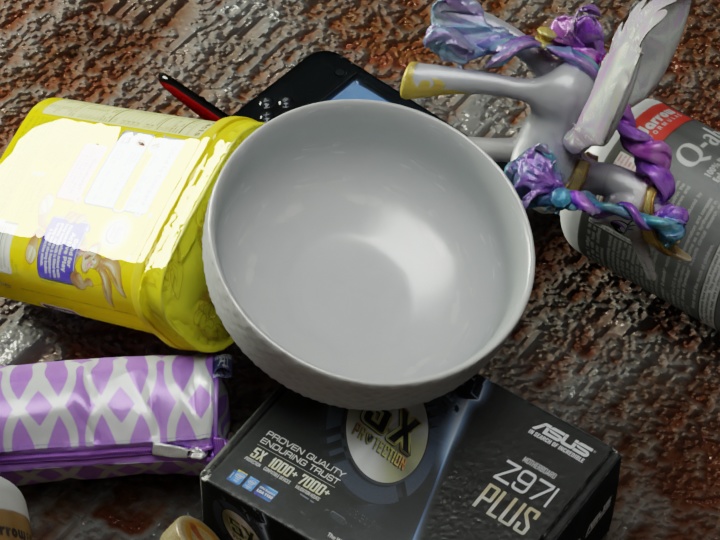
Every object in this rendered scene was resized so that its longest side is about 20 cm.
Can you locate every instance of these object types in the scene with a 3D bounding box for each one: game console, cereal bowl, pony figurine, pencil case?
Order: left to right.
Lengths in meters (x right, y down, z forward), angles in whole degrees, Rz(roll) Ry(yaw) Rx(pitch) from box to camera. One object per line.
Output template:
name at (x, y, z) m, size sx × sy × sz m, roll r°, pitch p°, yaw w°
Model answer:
pencil case at (-0.174, 0.099, 1.553) m, size 0.200 × 0.084 × 0.086 m, roll -5°, pitch 41°, yaw 0°
game console at (-0.009, -0.093, 1.698) m, size 0.200 × 0.119 × 0.172 m, roll 35°, pitch 58°, yaw 25°
cereal bowl at (0.000, 0.000, 1.517) m, size 0.200 × 0.083 × 0.200 m, roll 6°, pitch 59°, yaw -10°
pony figurine at (0.130, -0.104, 1.570) m, size 0.200 × 0.193 × 0.167 m, roll 18°, pitch 22°, yaw 14°

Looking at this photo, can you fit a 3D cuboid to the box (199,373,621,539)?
box at (0.030, 0.141, 1.520) m, size 0.200 × 0.086 × 0.164 m, roll 29°, pitch 54°, yaw 22°

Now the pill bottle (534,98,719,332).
pill bottle at (0.204, -0.043, 1.660) m, size 0.200 × 0.116 × 0.116 m, roll 30°, pitch 56°, yaw 22°

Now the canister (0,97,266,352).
canister at (-0.147, -0.035, 1.609) m, size 0.200 × 0.087 × 0.149 m, roll 12°, pitch 67°, yaw 42°

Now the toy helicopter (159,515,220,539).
toy helicopter at (-0.067, 0.221, 1.445) m, size 0.079 × 0.132 × 0.200 m, roll -44°, pitch 41°, yaw 18°

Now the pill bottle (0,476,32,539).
pill bottle at (-0.242, 0.172, 1.437) m, size 0.114 × 0.114 × 0.200 m, roll -10°, pitch 69°, yaw -9°
